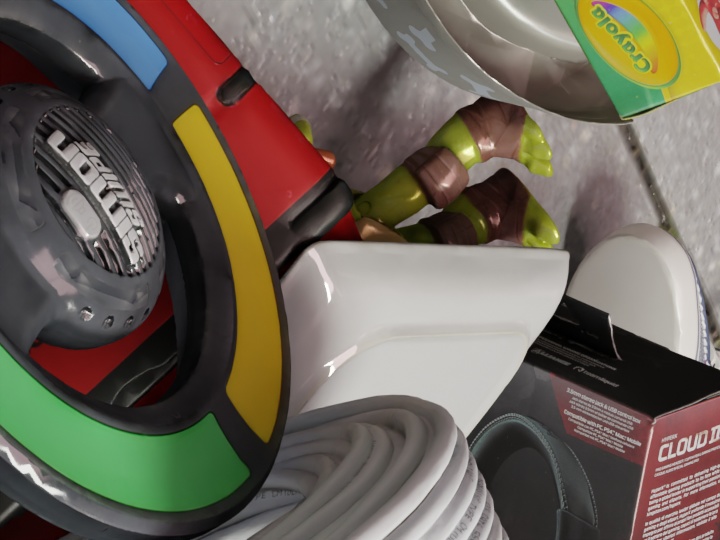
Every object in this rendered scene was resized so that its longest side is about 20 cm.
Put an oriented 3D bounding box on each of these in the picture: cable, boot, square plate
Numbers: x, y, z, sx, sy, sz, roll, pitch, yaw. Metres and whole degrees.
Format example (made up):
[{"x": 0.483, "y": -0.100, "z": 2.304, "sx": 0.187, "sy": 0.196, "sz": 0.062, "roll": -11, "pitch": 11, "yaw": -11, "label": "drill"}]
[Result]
[{"x": -0.047, "y": 0.112, "z": 0.686, "sx": 0.200, "sy": 0.200, "sz": 0.069, "roll": -32, "pitch": 99, "yaw": -21, "label": "cable"}, {"x": 0.149, "y": 0.051, "z": 1.106, "sx": 0.090, "sy": 0.073, "sz": 0.201, "roll": -29, "pitch": 138, "yaw": -36, "label": "boot"}, {"x": -0.015, "y": 0.073, "z": 0.855, "sx": 0.200, "sy": 0.028, "sz": 0.198, "roll": -54, "pitch": 156, "yaw": 19, "label": "square plate"}]

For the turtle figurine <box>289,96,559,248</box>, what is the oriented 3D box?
[{"x": 0.000, "y": 0.000, "z": 0.906, "sx": 0.161, "sy": 0.064, "sz": 0.200, "roll": -27, "pitch": 128, "yaw": -17, "label": "turtle figurine"}]

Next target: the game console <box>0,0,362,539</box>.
[{"x": -0.105, "y": 0.017, "z": 0.788, "sx": 0.200, "sy": 0.119, "sz": 0.172, "roll": -43, "pitch": 100, "yaw": -9, "label": "game console"}]

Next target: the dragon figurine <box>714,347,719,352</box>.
[{"x": 0.246, "y": -0.021, "z": 1.187, "sx": 0.200, "sy": 0.099, "sz": 0.059, "roll": -37, "pitch": 138, "yaw": -6, "label": "dragon figurine"}]

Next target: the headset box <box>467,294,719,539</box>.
[{"x": 0.076, "y": 0.103, "z": 0.981, "sx": 0.077, "sy": 0.149, "sz": 0.201, "roll": -14, "pitch": 120, "yaw": -46, "label": "headset box"}]

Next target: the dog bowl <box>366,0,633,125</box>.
[{"x": 0.074, "y": -0.154, "z": 0.864, "sx": 0.200, "sy": 0.059, "sz": 0.201, "roll": -1, "pitch": 91, "yaw": -35, "label": "dog bowl"}]

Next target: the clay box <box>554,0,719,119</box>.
[{"x": 0.087, "y": -0.144, "z": 0.784, "sx": 0.200, "sy": 0.047, "sz": 0.115, "roll": 59, "pitch": 33, "yaw": -20, "label": "clay box"}]

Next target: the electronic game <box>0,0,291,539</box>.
[{"x": -0.085, "y": -0.017, "z": 0.645, "sx": 0.200, "sy": 0.042, "sz": 0.200, "roll": 42, "pitch": 33, "yaw": -37, "label": "electronic game"}]
